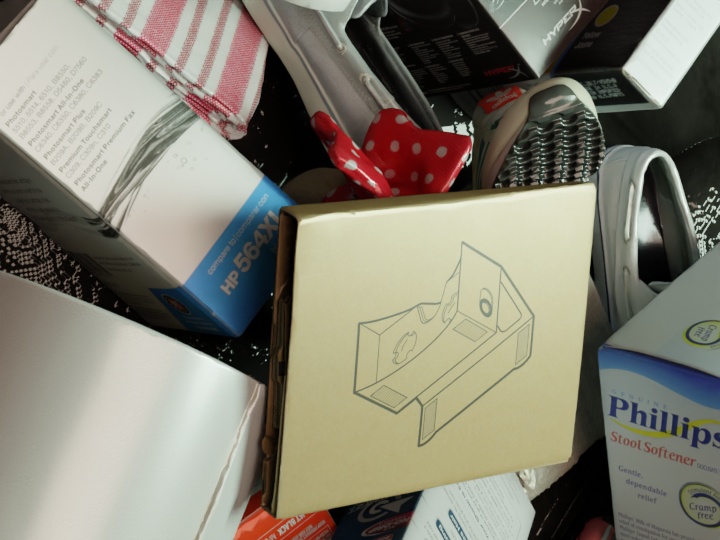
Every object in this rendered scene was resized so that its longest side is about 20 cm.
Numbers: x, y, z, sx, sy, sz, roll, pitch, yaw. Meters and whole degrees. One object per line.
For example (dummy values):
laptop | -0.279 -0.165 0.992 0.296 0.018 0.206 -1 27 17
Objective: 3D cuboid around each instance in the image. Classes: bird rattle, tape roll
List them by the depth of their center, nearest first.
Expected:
tape roll | -0.155 0.095 0.923 0.202 0.203 0.140 26 79 -25
bird rattle | 0.000 0.000 0.991 0.113 0.163 0.200 -43 119 -29

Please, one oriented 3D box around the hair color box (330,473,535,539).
hair color box | 0.040 0.162 1.007 0.100 0.060 0.200 61 24 -14

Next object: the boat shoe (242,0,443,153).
boat shoe | -0.012 -0.146 1.026 0.201 0.071 0.070 62 28 3

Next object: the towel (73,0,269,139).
towel | -0.131 -0.174 0.985 0.200 0.030 0.147 39 35 -22

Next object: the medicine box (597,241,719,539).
medicine box | 0.251 0.101 1.124 0.182 0.103 0.201 -35 126 -40

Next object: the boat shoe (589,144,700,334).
boat shoe | 0.200 0.014 1.172 0.073 0.065 0.201 -21 101 -25

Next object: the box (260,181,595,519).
box | 0.039 0.038 0.923 0.199 0.021 0.164 -6 109 -34

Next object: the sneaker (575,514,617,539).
sneaker | 0.115 0.235 1.134 0.200 0.087 0.074 -58 145 -36

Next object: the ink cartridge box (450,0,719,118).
ink cartridge box | 0.169 -0.181 1.080 0.047 0.197 0.200 41 73 -22

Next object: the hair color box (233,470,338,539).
hair color box | -0.029 0.212 1.039 0.064 0.111 0.200 -34 106 -21

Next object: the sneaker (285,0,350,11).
sneaker | -0.064 -0.237 0.960 0.200 0.105 0.075 44 29 19

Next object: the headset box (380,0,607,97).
headset box | 0.031 -0.205 1.037 0.075 0.149 0.200 -48 110 -19

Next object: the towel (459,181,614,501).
towel | 0.103 0.037 1.127 0.132 0.034 0.201 -33 105 -36

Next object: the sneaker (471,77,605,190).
sneaker | 0.091 -0.075 1.011 0.070 0.200 0.094 -20 69 -5

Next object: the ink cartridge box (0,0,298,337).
ink cartridge box | -0.141 -0.058 0.956 0.200 0.146 0.084 43 74 -21
